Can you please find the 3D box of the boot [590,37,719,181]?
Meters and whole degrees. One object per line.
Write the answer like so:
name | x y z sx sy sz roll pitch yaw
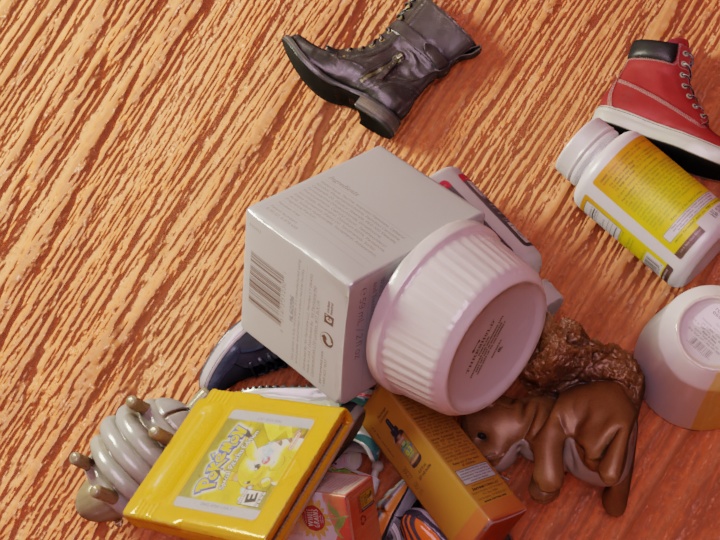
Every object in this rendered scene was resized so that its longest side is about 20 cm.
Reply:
boot | 0.389 -0.194 1.707 0.200 0.072 0.145 27 77 17

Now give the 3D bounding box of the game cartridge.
game cartridge | -0.127 0.203 1.513 0.199 0.032 0.177 5 49 36

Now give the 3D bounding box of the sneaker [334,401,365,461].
sneaker | -0.085 0.189 1.583 0.106 0.075 0.200 44 118 6

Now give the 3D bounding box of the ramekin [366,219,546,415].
ramekin | 0.107 0.057 1.505 0.094 0.202 0.203 33 80 32

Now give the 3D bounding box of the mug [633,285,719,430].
mug | 0.393 0.085 1.581 0.186 0.153 0.150 -1 73 6

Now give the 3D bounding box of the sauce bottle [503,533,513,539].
sauce bottle | 0.103 0.228 1.624 0.065 0.065 0.200 -25 70 0

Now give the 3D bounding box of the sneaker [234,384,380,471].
sneaker | -0.068 0.181 1.643 0.199 0.070 0.094 -3 70 9

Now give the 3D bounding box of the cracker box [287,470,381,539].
cracker box | -0.073 0.277 1.535 0.199 0.058 0.134 1 107 33

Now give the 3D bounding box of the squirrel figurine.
squirrel figurine | 0.208 0.153 1.602 0.186 0.142 0.201 9 75 17

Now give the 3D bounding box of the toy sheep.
toy sheep | -0.239 0.206 1.636 0.200 0.138 0.138 -41 73 4

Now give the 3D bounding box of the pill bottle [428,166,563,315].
pill bottle | 0.135 -0.013 1.664 0.111 0.111 0.200 -40 73 -5

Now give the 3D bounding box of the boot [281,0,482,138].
boot | 0.025 -0.271 1.782 0.200 0.069 0.174 37 79 8

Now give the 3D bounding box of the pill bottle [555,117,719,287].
pill bottle | 0.320 -0.082 1.661 0.200 0.109 0.109 43 83 16

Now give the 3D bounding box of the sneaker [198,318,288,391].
sneaker | -0.074 0.105 1.673 0.202 0.077 0.146 -41 71 -7

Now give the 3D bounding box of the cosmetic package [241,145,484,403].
cosmetic package | 0.000 0.000 1.569 0.200 0.168 0.166 -29 49 -35

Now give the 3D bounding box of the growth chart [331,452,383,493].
growth chart | -0.081 0.257 1.660 0.199 0.018 0.145 9 72 9

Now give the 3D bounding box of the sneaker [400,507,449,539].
sneaker | 0.074 0.357 1.544 0.112 0.078 0.200 -29 92 -25

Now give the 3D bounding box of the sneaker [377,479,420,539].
sneaker | 0.032 0.322 1.605 0.077 0.078 0.201 22 81 -1

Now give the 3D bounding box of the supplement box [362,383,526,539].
supplement box | 0.083 0.203 1.554 0.200 0.069 0.067 50 129 24
